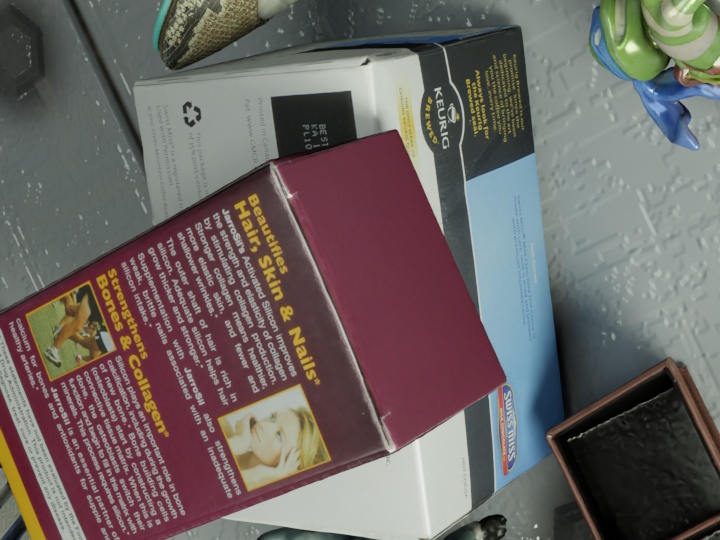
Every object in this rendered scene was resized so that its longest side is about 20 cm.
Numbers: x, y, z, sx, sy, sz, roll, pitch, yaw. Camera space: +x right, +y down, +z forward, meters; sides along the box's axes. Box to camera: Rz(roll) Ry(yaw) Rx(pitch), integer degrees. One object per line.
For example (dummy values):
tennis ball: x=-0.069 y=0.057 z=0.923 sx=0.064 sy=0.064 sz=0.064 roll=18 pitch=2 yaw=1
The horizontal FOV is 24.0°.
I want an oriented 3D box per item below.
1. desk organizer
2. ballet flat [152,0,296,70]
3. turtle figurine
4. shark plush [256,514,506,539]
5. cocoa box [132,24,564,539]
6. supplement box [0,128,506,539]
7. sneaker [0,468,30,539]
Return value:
desk organizer: x=0.145 y=0.141 z=0.703 sx=0.071 sy=0.077 sz=0.202 roll=-27 pitch=76 yaw=9
ballet flat: x=-0.025 y=-0.174 z=0.738 sx=0.074 sy=0.068 sz=0.202 roll=20 pitch=89 yaw=8
turtle figurine: x=0.153 y=-0.143 z=0.614 sx=0.192 sy=0.144 sz=0.202 roll=-9 pitch=102 yaw=30
shark plush: x=0.031 y=0.128 z=0.771 sx=0.091 sy=0.083 sz=0.200 roll=58 pitch=145 yaw=2
cocoa box: x=0.000 y=0.000 z=0.759 sx=0.132 sy=0.131 sz=0.203 roll=0 pitch=103 yaw=35
supplement box: x=-0.057 y=0.036 z=0.673 sx=0.199 sy=0.085 sz=0.111 roll=-25 pitch=88 yaw=37
sneaker: x=-0.251 y=0.151 z=0.987 sx=0.198 sy=0.081 sz=0.116 roll=36 pitch=122 yaw=5
